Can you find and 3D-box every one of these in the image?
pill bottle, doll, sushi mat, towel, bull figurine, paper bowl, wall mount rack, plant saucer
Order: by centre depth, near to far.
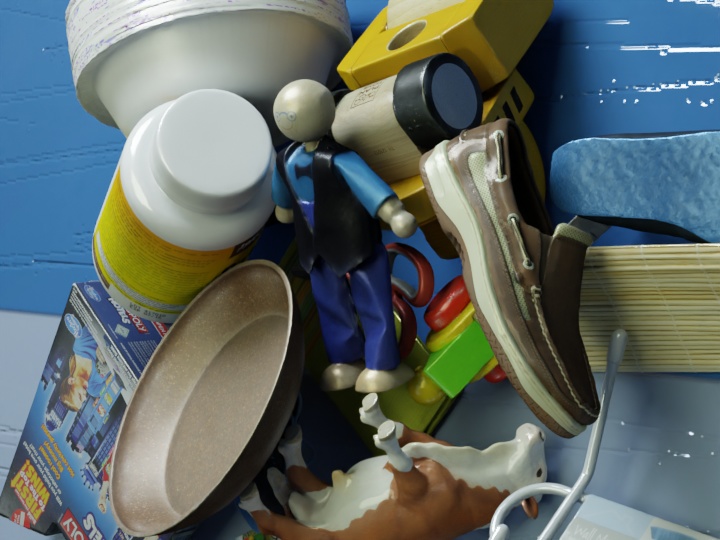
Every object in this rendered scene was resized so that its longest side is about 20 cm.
[{"bbox_3d":[0.170,0.135,1.483,0.199,0.075,0.174,18,60,33],"label":"wall mount rack"},{"bbox_3d":[0.185,0.024,1.505,0.199,0.096,0.012,-2,38,45],"label":"sushi mat"},{"bbox_3d":[-0.012,-0.024,1.582,0.136,0.048,0.201,1,108,53],"label":"doll"},{"bbox_3d":[0.022,0.139,1.595,0.199,0.121,0.065,-28,32,27],"label":"bull figurine"},{"bbox_3d":[-0.094,0.089,1.634,0.200,0.037,0.201,-42,30,32],"label":"plant saucer"},{"bbox_3d":[-0.117,-0.046,1.700,0.200,0.109,0.110,123,144,-64],"label":"pill bottle"},{"bbox_3d":[-0.003,0.050,1.729,0.200,0.018,0.086,51,118,40],"label":"towel"},{"bbox_3d":[-0.103,-0.147,1.748,0.200,0.200,0.105,-25,64,38],"label":"paper bowl"}]

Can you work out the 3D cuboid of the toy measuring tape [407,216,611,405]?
[{"bbox_3d":[0.102,0.010,1.610,0.200,0.074,0.074,-47,49,5],"label":"toy measuring tape"}]

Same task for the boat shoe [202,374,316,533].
[{"bbox_3d":[-0.072,0.092,1.727,0.084,0.068,0.201,91,164,-48],"label":"boat shoe"}]

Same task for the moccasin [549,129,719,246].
[{"bbox_3d":[0.210,-0.055,1.493,0.199,0.068,0.081,16,99,36],"label":"moccasin"}]

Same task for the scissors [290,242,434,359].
[{"bbox_3d":[0.000,0.000,1.680,0.200,0.014,0.074,-142,59,-60],"label":"scissors"}]

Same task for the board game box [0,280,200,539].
[{"bbox_3d":[-0.185,0.148,1.841,0.200,0.061,0.200,54,127,29],"label":"board game box"}]

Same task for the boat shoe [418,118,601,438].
[{"bbox_3d":[0.104,-0.002,1.491,0.075,0.075,0.203,-31,70,18],"label":"boat shoe"}]

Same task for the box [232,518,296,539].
[{"bbox_3d":[-0.046,0.269,1.674,0.136,0.038,0.201,-31,58,17],"label":"box"}]

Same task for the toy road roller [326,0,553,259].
[{"bbox_3d":[0.064,-0.101,1.649,0.123,0.146,0.200,-16,31,42],"label":"toy road roller"}]

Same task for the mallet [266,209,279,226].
[{"bbox_3d":[-0.101,-0.042,1.838,0.199,0.041,0.066,-24,66,34],"label":"mallet"}]
